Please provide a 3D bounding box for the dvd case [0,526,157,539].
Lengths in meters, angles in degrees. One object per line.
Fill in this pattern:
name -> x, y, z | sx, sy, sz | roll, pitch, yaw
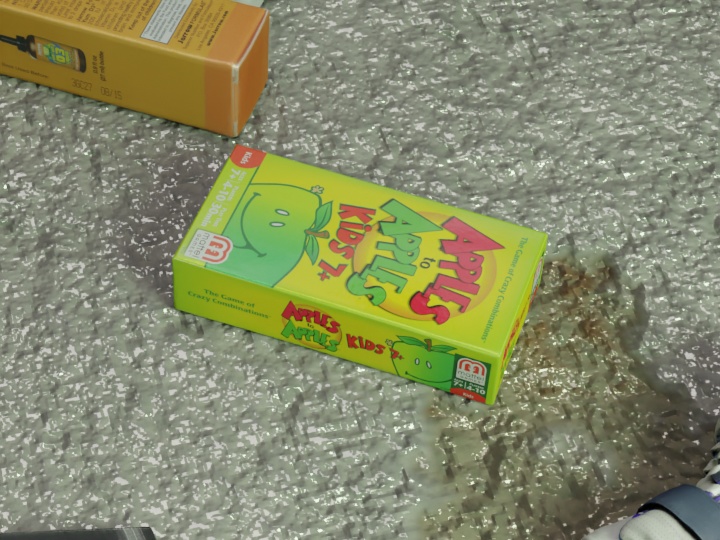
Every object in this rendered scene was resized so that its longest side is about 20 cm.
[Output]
dvd case -> -0.166, 0.190, 0.978 | 0.199, 0.016, 0.149 | 3, 43, -36

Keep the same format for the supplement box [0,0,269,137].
supplement box -> -0.162, -0.151, 1.299 | 0.199, 0.067, 0.069 | 14, 49, 8

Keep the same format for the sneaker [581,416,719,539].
sneaker -> 0.188, 0.117, 1.072 | 0.146, 0.081, 0.201 | 0, 54, -9

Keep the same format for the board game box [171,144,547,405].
board game box -> 0.000, 0.000, 1.186 | 0.199, 0.048, 0.102 | 16, 49, 11

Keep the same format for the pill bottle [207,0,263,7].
pill bottle -> -0.158, -0.240, 1.346 | 0.199, 0.112, 0.112 | 19, 50, 12
